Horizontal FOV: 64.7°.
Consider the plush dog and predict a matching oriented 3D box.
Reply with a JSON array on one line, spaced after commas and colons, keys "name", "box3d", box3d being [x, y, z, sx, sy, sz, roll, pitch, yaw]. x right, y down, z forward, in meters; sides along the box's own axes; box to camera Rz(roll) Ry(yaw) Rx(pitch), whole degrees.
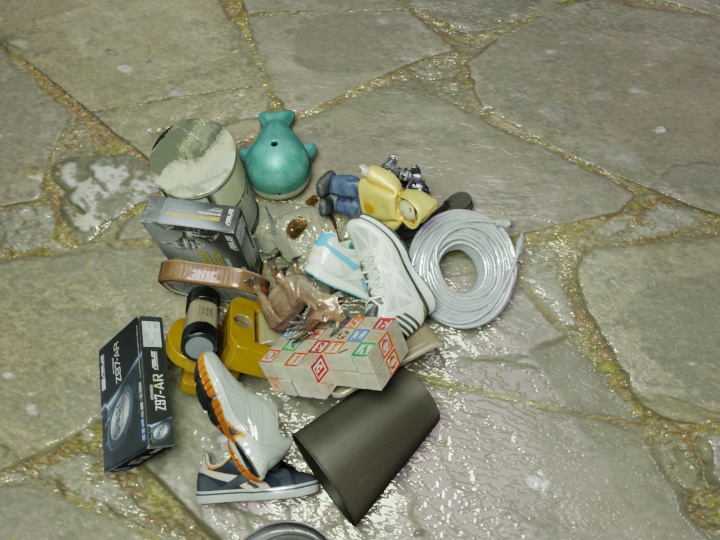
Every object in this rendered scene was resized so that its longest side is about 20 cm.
[{"name": "plush dog", "box3d": [-0.071, -0.070, 1.010, 0.170, 0.162, 0.200, -31, 68, -35]}]

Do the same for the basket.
[{"name": "basket", "box3d": [0.017, 0.252, 0.870, 0.198, 0.184, 0.135, -38, 31, -20]}]

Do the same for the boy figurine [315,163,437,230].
[{"name": "boy figurine", "box3d": [0.027, -0.103, 0.899, 0.195, 0.128, 0.064, 16, 35, 27]}]

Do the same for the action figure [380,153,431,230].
[{"name": "action figure", "box3d": [0.065, -0.139, 1.009, 0.116, 0.200, 0.105, 24, 92, 4]}]

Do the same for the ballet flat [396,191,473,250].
[{"name": "ballet flat", "box3d": [0.124, -0.078, 1.050, 0.196, 0.047, 0.068, -31, 50, -7]}]

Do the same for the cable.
[{"name": "cable", "box3d": [0.172, -0.003, 0.982, 0.194, 0.069, 0.207, 16, 82, -4]}]

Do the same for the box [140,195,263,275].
[{"name": "box", "box3d": [-0.259, -0.044, 0.962, 0.153, 0.202, 0.050, 7, 64, 4]}]

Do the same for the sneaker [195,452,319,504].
[{"name": "sneaker", "box3d": [-0.161, 0.314, 0.884, 0.192, 0.079, 0.082, -3, 73, 2]}]

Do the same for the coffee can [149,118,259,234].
[{"name": "coffee can", "box3d": [-0.266, -0.143, 1.000, 0.141, 0.201, 0.151, 0, 66, 1]}]

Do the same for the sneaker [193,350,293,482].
[{"name": "sneaker", "box3d": [-0.175, 0.206, 0.855, 0.091, 0.075, 0.204, -28, 88, -40]}]

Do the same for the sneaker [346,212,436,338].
[{"name": "sneaker", "box3d": [0.029, 0.017, 0.868, 0.202, 0.075, 0.115, 52, 52, -8]}]

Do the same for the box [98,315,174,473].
[{"name": "box", "box3d": [-0.361, 0.197, 0.904, 0.158, 0.043, 0.206, -31, 63, 37]}]

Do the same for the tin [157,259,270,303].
[{"name": "tin", "box3d": [-0.254, 0.023, 0.983, 0.193, 0.113, 0.043, 7, 68, 5]}]

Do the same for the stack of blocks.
[{"name": "stack of blocks", "box3d": [-0.041, 0.126, 0.835, 0.195, 0.060, 0.115, -3, 32, 39]}]

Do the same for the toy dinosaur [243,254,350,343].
[{"name": "toy dinosaur", "box3d": [-0.111, 0.056, 0.874, 0.084, 0.199, 0.140, -14, 79, -37]}]

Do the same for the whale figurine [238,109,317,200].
[{"name": "whale figurine", "box3d": [-0.160, -0.238, 1.086, 0.153, 0.105, 0.206, -3, 63, -2]}]

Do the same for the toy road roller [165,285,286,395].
[{"name": "toy road roller", "box3d": [-0.221, 0.132, 0.939, 0.194, 0.149, 0.124, 17, 30, -22]}]

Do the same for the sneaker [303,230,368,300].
[{"name": "sneaker", "box3d": [0.000, 0.000, 0.951, 0.076, 0.197, 0.083, 23, 90, 50]}]

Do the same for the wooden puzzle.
[{"name": "wooden puzzle", "box3d": [0.020, 0.123, 0.925, 0.194, 0.038, 0.185, -22, 24, -8]}]

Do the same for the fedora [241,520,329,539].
[{"name": "fedora", "box3d": [-0.120, 0.461, 0.818, 0.193, 0.091, 0.182, -13, 68, -3]}]
